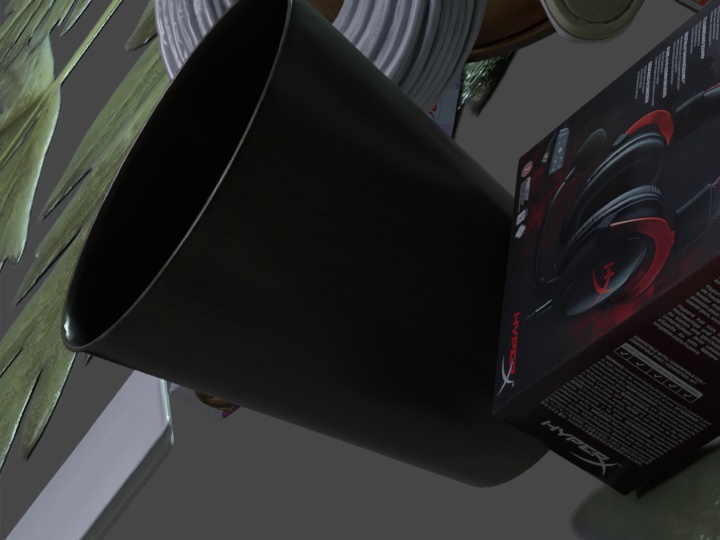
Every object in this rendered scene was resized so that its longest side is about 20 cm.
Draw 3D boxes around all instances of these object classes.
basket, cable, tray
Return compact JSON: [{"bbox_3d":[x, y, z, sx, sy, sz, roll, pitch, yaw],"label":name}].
[{"bbox_3d":[0.000,0.000,0.895,0.181,0.200,0.136,-62,23,-6],"label":"basket"},{"bbox_3d":[-0.027,-0.158,1.096,0.200,0.069,0.201,-36,73,32],"label":"cable"},{"bbox_3d":[-0.175,0.148,1.309,0.200,0.022,0.107,-52,24,17],"label":"tray"}]

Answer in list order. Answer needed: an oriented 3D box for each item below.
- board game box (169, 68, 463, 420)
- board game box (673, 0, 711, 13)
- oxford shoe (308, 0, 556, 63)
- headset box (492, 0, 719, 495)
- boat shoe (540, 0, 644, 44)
[{"bbox_3d":[-0.023,-0.037,1.197,0.200,0.041,0.200,-36,31,42],"label":"board game box"},{"bbox_3d":[0.205,-0.224,0.929,0.200,0.035,0.127,-43,41,34],"label":"board game box"},{"bbox_3d":[0.040,-0.160,1.125,0.199,0.071,0.071,3,52,38],"label":"oxford shoe"},{"bbox_3d":[0.146,-0.028,0.790,0.200,0.075,0.149,-39,29,40],"label":"headset box"},{"bbox_3d":[0.108,-0.203,1.059,0.068,0.074,0.201,126,143,-67],"label":"boat shoe"}]
